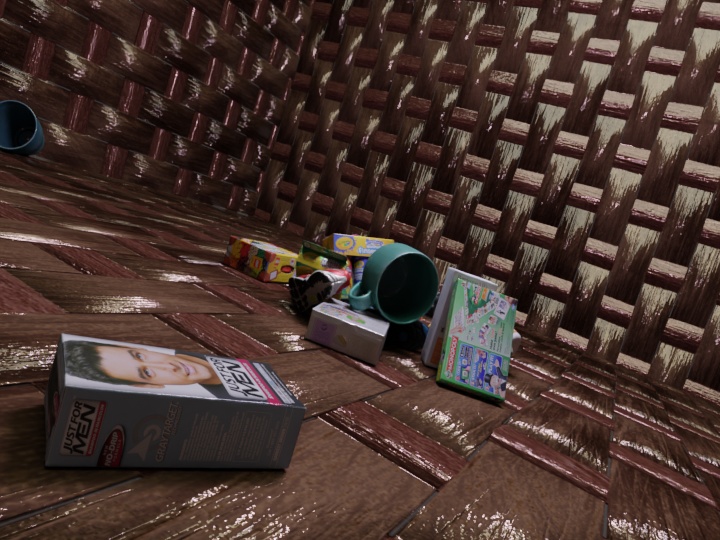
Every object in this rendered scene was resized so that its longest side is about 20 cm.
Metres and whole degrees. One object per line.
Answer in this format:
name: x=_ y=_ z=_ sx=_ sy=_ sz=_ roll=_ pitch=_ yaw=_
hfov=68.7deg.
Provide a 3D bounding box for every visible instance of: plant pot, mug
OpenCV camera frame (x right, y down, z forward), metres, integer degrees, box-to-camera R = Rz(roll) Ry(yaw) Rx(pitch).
plant pot: x=-1.451 y=-0.586 z=2.246 sx=0.193 sy=0.208 sz=0.188 roll=18 pitch=-10 yaw=-11
mug: x=0.064 y=0.018 z=1.116 sx=0.180 sy=0.157 sz=0.114 roll=16 pitch=9 yaw=-28

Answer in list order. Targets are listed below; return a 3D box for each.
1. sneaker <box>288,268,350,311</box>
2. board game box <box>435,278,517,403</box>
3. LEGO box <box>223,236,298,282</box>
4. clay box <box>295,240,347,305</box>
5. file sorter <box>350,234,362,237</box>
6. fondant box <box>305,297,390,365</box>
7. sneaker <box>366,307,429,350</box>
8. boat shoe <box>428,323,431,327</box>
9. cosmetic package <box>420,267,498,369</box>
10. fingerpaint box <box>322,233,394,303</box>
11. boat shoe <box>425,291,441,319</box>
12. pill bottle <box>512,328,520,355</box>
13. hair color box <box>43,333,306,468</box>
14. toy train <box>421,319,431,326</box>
sneaker: x=-0.089 y=0.038 z=1.136 sx=0.083 sy=0.080 sz=0.197 roll=-17 pitch=3 yaw=-37
board game box: x=0.226 y=0.132 z=1.014 sx=0.130 sy=0.206 sz=0.029 roll=18 pitch=-23 yaw=-4
LEGO box: x=-0.260 y=-0.027 z=1.469 sx=0.145 sy=0.080 sz=0.199 roll=21 pitch=5 yaw=22
clay box: x=-0.094 y=0.017 z=1.222 sx=0.111 sy=0.049 sz=0.202 roll=19 pitch=-31 yaw=4
file sorter: x=0.025 y=0.002 z=1.606 sx=0.136 sy=0.128 sz=0.201 roll=26 pitch=-14 yaw=32
fondant box: x=-0.018 y=0.113 z=1.032 sx=0.139 sy=0.060 sz=0.200 roll=20 pitch=4 yaw=6
sneaker: x=0.069 y=0.120 z=1.201 sx=0.193 sy=0.076 sz=0.082 roll=20 pitch=6 yaw=-4
boat shoe: x=0.196 y=0.159 z=1.330 sx=0.070 sy=0.067 sz=0.198 roll=19 pitch=3 yaw=26
cosmetic package: x=0.205 y=0.109 z=1.106 sx=0.098 sy=0.207 sz=0.071 roll=17 pitch=4 yaw=-2
fingerpaint box: x=0.000 y=0.000 z=1.413 sx=0.194 sy=0.174 sz=0.073 roll=5 pitch=-13 yaw=-31
boat shoe: x=0.179 y=0.081 z=1.391 sx=0.060 sy=0.076 sz=0.197 roll=37 pitch=-18 yaw=-36
pill bottle: x=0.310 y=0.140 z=1.359 sx=0.110 sy=0.114 sz=0.201 roll=13 pitch=30 yaw=-49
hair color box: x=-0.155 y=0.114 z=0.451 sx=0.195 sy=0.063 sz=0.098 roll=16 pitch=6 yaw=-35
toy train: x=0.186 y=0.145 z=1.509 sx=0.194 sy=0.058 sz=0.150 roll=21 pitch=5 yaw=15
